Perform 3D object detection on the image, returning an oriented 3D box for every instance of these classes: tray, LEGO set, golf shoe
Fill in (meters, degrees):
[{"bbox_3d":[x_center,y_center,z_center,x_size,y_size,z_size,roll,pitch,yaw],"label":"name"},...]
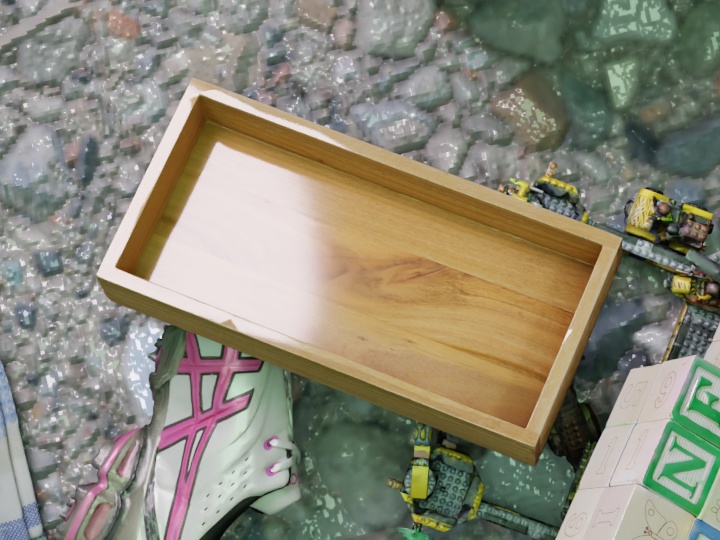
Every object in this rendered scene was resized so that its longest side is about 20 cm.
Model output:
[{"bbox_3d":[0.000,0.000,1.013,0.200,0.037,0.099,21,73,11],"label":"tray"},{"bbox_3d":[0.100,0.051,1.045,0.154,0.116,0.200,29,88,3],"label":"LEGO set"},{"bbox_3d":[-0.057,0.065,1.074,0.092,0.073,0.200,28,96,9],"label":"golf shoe"}]

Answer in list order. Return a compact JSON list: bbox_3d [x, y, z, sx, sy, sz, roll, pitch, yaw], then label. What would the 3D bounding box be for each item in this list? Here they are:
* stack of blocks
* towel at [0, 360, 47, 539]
[{"bbox_3d":[0.162,0.077,0.968,0.115,0.059,0.200,31,74,-14],"label":"stack of blocks"},{"bbox_3d":[-0.220,0.045,1.060,0.024,0.147,0.201,-17,86,41],"label":"towel"}]
